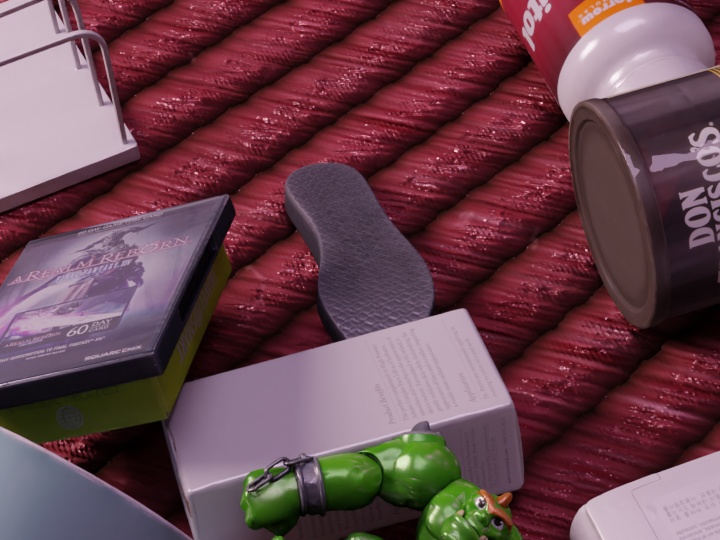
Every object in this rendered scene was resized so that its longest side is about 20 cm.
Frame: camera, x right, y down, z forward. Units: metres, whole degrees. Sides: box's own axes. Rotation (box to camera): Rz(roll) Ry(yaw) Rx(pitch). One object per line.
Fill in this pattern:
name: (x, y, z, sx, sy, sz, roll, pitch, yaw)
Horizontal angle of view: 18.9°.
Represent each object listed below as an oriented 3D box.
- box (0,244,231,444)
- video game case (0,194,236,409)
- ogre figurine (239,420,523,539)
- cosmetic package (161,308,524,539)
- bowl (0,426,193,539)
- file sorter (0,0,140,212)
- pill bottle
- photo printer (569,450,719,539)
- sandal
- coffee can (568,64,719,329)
box: (-0.158, 0.042, 1.315, 0.121, 0.048, 0.200, -12, 26, 17)
video game case: (-0.161, 0.019, 1.287, 0.142, 0.019, 0.200, -13, 26, 16)
ogre figurine: (0.034, 0.167, 1.190, 0.120, 0.098, 0.200, -37, 56, -17)
cosmetic package: (-0.012, 0.100, 1.280, 0.198, 0.074, 0.102, -15, 36, -6)
bowl: (-0.182, 0.166, 1.182, 0.200, 0.201, 0.106, 21, 73, 23)
file sorter: (-0.263, -0.157, 1.520, 0.138, 0.125, 0.200, -22, 49, -14)
pill bottle: (0.174, -0.161, 1.484, 0.112, 0.113, 0.201, -16, 47, -9)
photo printer: (0.227, 0.191, 1.178, 0.165, 0.070, 0.201, -18, 48, -10)
sandal: (0.001, 0.000, 1.409, 0.075, 0.043, 0.201, -6, 36, -10)
coffee can: (0.248, -0.061, 1.359, 0.199, 0.147, 0.147, -16, 47, -9)
